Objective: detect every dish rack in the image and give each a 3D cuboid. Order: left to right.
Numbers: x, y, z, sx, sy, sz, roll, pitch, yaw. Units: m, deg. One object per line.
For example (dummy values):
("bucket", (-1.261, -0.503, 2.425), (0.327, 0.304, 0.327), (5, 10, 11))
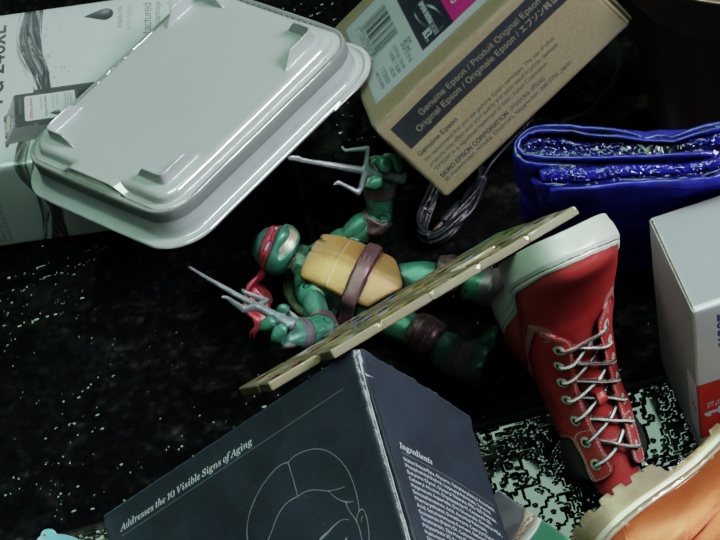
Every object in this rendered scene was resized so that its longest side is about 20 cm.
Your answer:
("dish rack", (-0.110, -0.109, 1.683), (0.171, 0.044, 0.200), (23, 60, 40))

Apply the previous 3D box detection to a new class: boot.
("boot", (0.136, 0.055, 1.530), (0.072, 0.200, 0.145), (-21, 76, -7))
("boot", (0.235, 0.141, 1.545), (0.200, 0.075, 0.107), (-36, 61, -9))

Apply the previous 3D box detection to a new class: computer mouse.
("computer mouse", (0.111, -0.084, 1.763), (0.200, 0.034, 0.059), (-43, 48, -13))

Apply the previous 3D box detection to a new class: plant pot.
("plant pot", (0.255, -0.182, 1.700), (0.199, 0.199, 0.201), (-5, 53, 7))

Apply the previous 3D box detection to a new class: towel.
("towel", (0.169, -0.040, 1.610), (0.147, 0.200, 0.050), (0, 75, 5))

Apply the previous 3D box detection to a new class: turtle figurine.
("turtle figurine", (0.000, 0.000, 1.673), (0.199, 0.101, 0.150), (20, 73, 6))

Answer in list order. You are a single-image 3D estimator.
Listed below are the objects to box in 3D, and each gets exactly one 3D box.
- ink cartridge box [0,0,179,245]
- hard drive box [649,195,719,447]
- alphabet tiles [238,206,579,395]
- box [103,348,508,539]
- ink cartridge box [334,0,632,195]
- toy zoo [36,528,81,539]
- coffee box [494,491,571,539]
("ink cartridge box", (-0.204, -0.103, 1.798), (0.199, 0.083, 0.146), (-8, 52, 4))
("hard drive box", (0.282, 0.010, 1.576), (0.199, 0.156, 0.077), (-18, 53, -2))
("alphabet tiles", (0.022, 0.020, 1.538), (0.200, 0.167, 0.008), (-30, 93, -13))
("box", (-0.022, 0.188, 1.469), (0.200, 0.124, 0.197), (-34, 51, 22))
("ink cartridge box", (0.074, -0.160, 1.711), (0.165, 0.075, 0.200), (-45, 23, 10))
("toy zoo", (-0.163, 0.239, 1.530), (0.131, 0.020, 0.200), (-12, 53, -14))
("coffee box", (0.105, 0.216, 1.497), (0.123, 0.044, 0.200), (-38, 42, -18))
